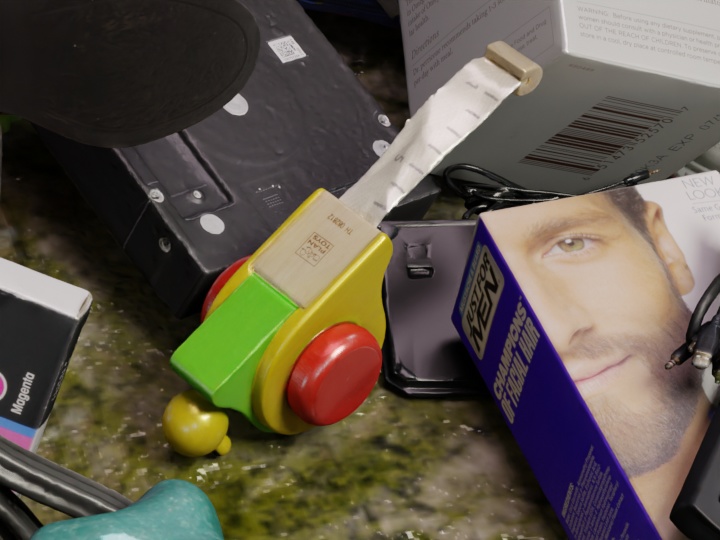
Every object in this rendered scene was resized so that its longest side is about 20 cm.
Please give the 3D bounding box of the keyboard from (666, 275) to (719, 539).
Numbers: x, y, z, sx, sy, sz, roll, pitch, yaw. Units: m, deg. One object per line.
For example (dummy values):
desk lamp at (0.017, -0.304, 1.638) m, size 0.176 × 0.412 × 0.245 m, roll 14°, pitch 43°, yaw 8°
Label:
keyboard at (0.165, 0.028, 1.009) m, size 0.104 × 0.040 × 0.200 m, roll 25°, pitch 45°, yaw 6°

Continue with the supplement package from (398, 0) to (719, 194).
supplement package at (0.089, -0.146, 1.194) m, size 0.117 × 0.117 × 0.201 m, roll 8°, pitch 64°, yaw -30°

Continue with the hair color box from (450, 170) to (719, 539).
hair color box at (0.124, 0.059, 1.053) m, size 0.109 × 0.065 × 0.200 m, roll -10°, pitch 48°, yaw -22°

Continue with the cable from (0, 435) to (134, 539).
cable at (-0.146, 0.054, 0.981) m, size 0.199 × 0.098 × 0.050 m, roll 22°, pitch 17°, yaw -13°

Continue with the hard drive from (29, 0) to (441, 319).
hard drive at (-0.076, -0.080, 1.172) m, size 0.139 × 0.038 × 0.200 m, roll -21°, pitch 66°, yaw -42°

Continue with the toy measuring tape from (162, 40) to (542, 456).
toy measuring tape at (0.000, 0.000, 1.088) m, size 0.200 × 0.074 × 0.073 m, roll -46°, pitch 57°, yaw -11°

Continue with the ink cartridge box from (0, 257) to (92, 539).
ink cartridge box at (-0.204, 0.019, 1.007) m, size 0.199 × 0.095 × 0.037 m, roll 21°, pitch 16°, yaw 0°

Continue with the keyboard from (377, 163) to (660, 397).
keyboard at (0.100, 0.009, 1.164) m, size 0.199 × 0.040 × 0.105 m, roll 0°, pitch 62°, yaw -12°

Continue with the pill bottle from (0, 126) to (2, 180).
pill bottle at (-0.242, -0.025, 1.073) m, size 0.199 × 0.113 × 0.112 m, roll 8°, pitch 38°, yaw 1°

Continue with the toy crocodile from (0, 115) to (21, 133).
toy crocodile at (-0.208, -0.076, 1.176) m, size 0.199 × 0.068 × 0.062 m, roll -4°, pitch 41°, yaw -19°

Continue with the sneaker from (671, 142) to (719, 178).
sneaker at (0.157, -0.106, 1.260) m, size 0.081 × 0.089 × 0.200 m, roll -15°, pitch 44°, yaw -25°

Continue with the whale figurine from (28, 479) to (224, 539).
whale figurine at (-0.020, 0.131, 0.902) m, size 0.159 × 0.104 × 0.200 m, roll -17°, pitch 53°, yaw -42°

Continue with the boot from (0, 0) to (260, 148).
boot at (-0.154, -0.109, 1.082) m, size 0.187 × 0.069 × 0.200 m, roll -14°, pitch 31°, yaw -17°

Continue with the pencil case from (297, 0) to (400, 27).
pencil case at (-0.036, -0.155, 1.297) m, size 0.199 × 0.078 × 0.087 m, roll 13°, pitch 45°, yaw 7°
